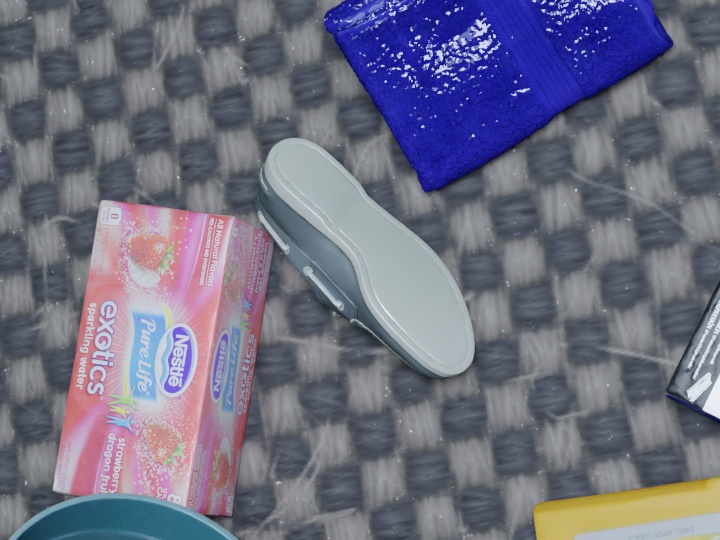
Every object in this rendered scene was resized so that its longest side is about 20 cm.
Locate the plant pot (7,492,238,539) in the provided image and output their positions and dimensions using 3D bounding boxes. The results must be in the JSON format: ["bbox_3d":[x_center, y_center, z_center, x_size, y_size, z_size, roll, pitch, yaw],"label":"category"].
[{"bbox_3d":[-0.163,0.279,1.197,0.200,0.200,0.188,44,133,17],"label":"plant pot"}]

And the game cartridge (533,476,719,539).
[{"bbox_3d":[0.216,0.220,1.183,0.199,0.032,0.177,-12,79,22],"label":"game cartridge"}]

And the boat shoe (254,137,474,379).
[{"bbox_3d":[0.000,0.000,1.284,0.200,0.073,0.062,49,139,10],"label":"boat shoe"}]

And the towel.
[{"bbox_3d":[0.090,-0.160,1.253,0.199,0.050,0.148,-31,96,12],"label":"towel"}]

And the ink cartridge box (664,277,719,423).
[{"bbox_3d":[0.279,0.010,1.201,0.094,0.044,0.201,26,89,16],"label":"ink cartridge box"}]

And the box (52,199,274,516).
[{"bbox_3d":[-0.131,0.062,1.282,0.102,0.095,0.201,8,84,16],"label":"box"}]
